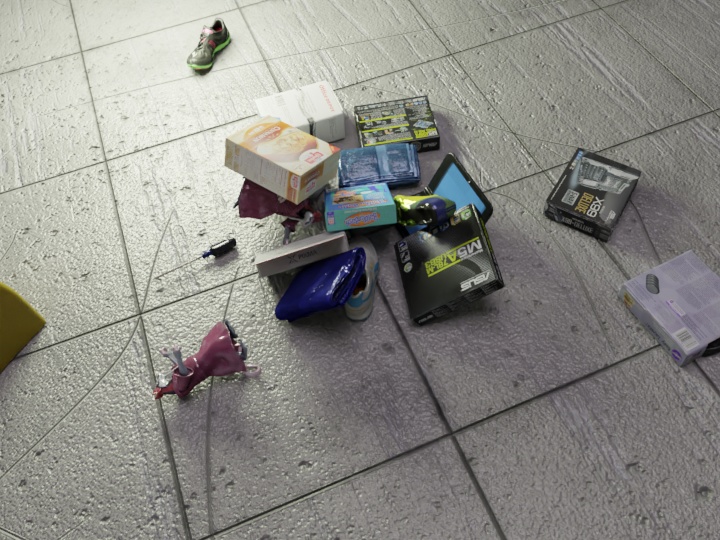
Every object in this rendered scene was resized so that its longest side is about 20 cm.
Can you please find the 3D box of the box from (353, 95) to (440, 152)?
[{"bbox_3d":[0.089,-0.361,1.714,0.196,0.045,0.162,-9,54,-3],"label":"box"}]

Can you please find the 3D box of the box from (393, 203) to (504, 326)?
[{"bbox_3d":[0.175,-0.012,1.389,0.198,0.047,0.196,-26,51,22],"label":"box"}]

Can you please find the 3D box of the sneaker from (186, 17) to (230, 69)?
[{"bbox_3d":[-0.441,-0.648,1.938,0.075,0.084,0.202,12,55,14],"label":"sneaker"}]

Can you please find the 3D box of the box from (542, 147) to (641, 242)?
[{"bbox_3d":[0.525,-0.175,1.542,0.156,0.050,0.201,26,59,21],"label":"box"}]

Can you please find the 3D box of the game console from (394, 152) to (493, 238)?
[{"bbox_3d":[0.168,-0.134,1.493,0.168,0.119,0.201,-21,54,-12],"label":"game console"}]

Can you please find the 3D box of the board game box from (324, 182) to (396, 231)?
[{"bbox_3d":[-0.005,-0.143,1.497,0.149,0.046,0.200,-7,20,-1],"label":"board game box"}]

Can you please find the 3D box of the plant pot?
[{"bbox_3d":[-0.795,0.084,1.345,0.192,0.202,0.197,22,58,19],"label":"plant pot"}]

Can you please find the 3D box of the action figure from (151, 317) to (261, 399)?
[{"bbox_3d":[-0.313,0.191,1.319,0.199,0.134,0.150,-39,102,-9],"label":"action figure"}]

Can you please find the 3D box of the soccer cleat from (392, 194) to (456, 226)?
[{"bbox_3d":[0.132,-0.131,1.452,0.083,0.066,0.200,-20,17,-21],"label":"soccer cleat"}]

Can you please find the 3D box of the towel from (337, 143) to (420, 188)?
[{"bbox_3d":[0.041,-0.249,1.619,0.196,0.049,0.114,-6,65,0],"label":"towel"}]

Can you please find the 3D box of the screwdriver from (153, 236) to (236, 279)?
[{"bbox_3d":[-0.363,-0.021,1.504,0.198,0.028,0.029,-32,86,-16],"label":"screwdriver"}]

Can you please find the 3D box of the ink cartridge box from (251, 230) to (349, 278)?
[{"bbox_3d":[-0.121,-0.034,1.406,0.197,0.045,0.176,-18,10,0],"label":"ink cartridge box"}]

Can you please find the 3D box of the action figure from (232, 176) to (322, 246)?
[{"bbox_3d":[-0.177,-0.148,1.525,0.197,0.135,0.150,18,36,-3],"label":"action figure"}]

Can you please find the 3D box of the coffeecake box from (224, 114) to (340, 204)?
[{"bbox_3d":[-0.167,-0.241,1.458,0.198,0.074,0.153,28,41,18],"label":"coffeecake box"}]

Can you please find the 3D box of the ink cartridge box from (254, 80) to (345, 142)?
[{"bbox_3d":[-0.151,-0.384,1.721,0.197,0.085,0.146,-18,54,-9],"label":"ink cartridge box"}]

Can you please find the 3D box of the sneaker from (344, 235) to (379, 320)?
[{"bbox_3d":[0.000,0.000,1.428,0.075,0.081,0.203,-2,52,4],"label":"sneaker"}]

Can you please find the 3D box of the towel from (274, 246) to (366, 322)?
[{"bbox_3d":[-0.078,0.035,1.367,0.198,0.050,0.149,-17,33,47],"label":"towel"}]

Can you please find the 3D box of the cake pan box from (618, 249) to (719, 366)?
[{"bbox_3d":[0.649,0.072,1.350,0.182,0.053,0.201,-26,56,-12],"label":"cake pan box"}]

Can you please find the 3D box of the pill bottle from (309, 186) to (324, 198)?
[{"bbox_3d":[-0.181,-0.251,1.605,0.197,0.115,0.115,19,56,18],"label":"pill bottle"}]
